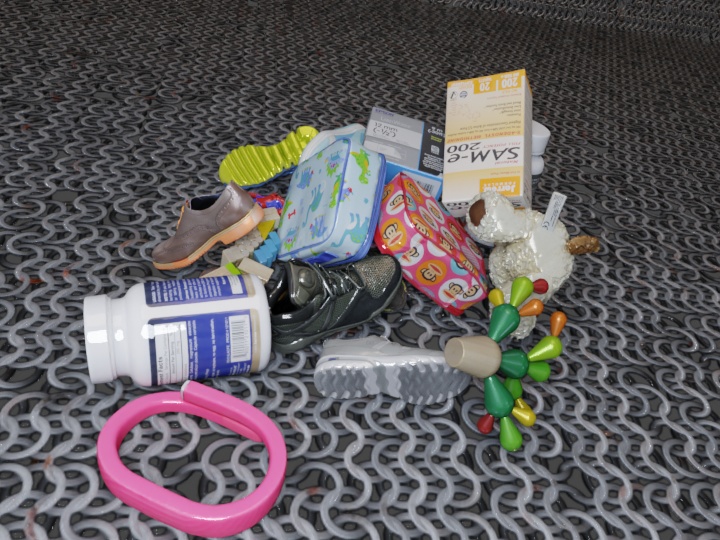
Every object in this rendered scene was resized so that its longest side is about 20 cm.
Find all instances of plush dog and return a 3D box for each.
[{"bbox_3d":[0.235,-0.015,0.890,0.156,0.205,0.172,-14,-5,-3],"label":"plush dog"}]

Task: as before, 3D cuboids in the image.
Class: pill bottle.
[{"bbox_3d":[-0.209,0.069,0.719,0.195,0.118,0.117,-4,37,-21],"label":"pill bottle"},{"bbox_3d":[0.246,-0.154,1.072,0.111,0.204,0.115,11,31,-7],"label":"pill bottle"}]

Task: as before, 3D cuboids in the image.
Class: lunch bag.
[{"bbox_3d":[0.102,-0.049,0.919,0.199,0.081,0.178,39,29,-27],"label":"lunch bag"},{"bbox_3d":[-0.047,-0.084,0.889,0.081,0.199,0.165,19,73,-28],"label":"lunch bag"}]

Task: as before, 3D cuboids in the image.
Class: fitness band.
[{"bbox_3d":[-0.169,0.186,0.636,0.196,0.038,0.144,18,36,13],"label":"fitness band"}]

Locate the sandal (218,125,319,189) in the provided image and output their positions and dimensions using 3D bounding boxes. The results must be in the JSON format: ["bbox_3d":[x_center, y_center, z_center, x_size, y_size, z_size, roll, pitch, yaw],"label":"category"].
[{"bbox_3d":[-0.161,-0.192,1.142,0.196,0.087,0.081,-18,77,-12],"label":"sandal"}]

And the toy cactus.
[{"bbox_3d":[0.159,0.099,0.724,0.162,0.205,0.101,14,0,-36],"label":"toy cactus"}]

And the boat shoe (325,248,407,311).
[{"bbox_3d":[0.000,0.000,0.923,0.060,0.072,0.201,40,2,-36],"label":"boat shoe"}]

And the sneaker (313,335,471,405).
[{"bbox_3d":[0.041,0.108,0.766,0.194,0.076,0.083,6,36,-6],"label":"sneaker"}]

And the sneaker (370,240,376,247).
[{"bbox_3d":[0.057,-0.069,1.022,0.196,0.081,0.095,7,-5,-34],"label":"sneaker"}]

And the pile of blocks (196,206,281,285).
[{"bbox_3d":[-0.159,-0.003,0.882,0.081,0.063,0.202,26,49,3],"label":"pile of blocks"}]

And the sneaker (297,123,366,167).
[{"bbox_3d":[-0.009,-0.189,1.085,0.129,0.081,0.199,31,43,22],"label":"sneaker"}]

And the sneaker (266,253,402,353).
[{"bbox_3d":[-0.032,0.023,0.772,0.196,0.115,0.077,-24,62,-12],"label":"sneaker"}]

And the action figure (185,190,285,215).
[{"bbox_3d":[-0.185,-0.106,1.035,0.196,0.053,0.065,-11,36,-32],"label":"action figure"}]

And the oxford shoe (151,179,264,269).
[{"bbox_3d":[-0.225,-0.064,0.864,0.197,0.073,0.072,-25,28,24],"label":"oxford shoe"}]

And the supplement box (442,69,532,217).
[{"bbox_3d":[0.195,-0.191,0.954,0.123,0.205,0.073,-3,-16,24],"label":"supplement box"}]

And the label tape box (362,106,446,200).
[{"bbox_3d":[0.075,-0.211,1.042,0.140,0.067,0.203,15,49,-4],"label":"label tape box"}]
